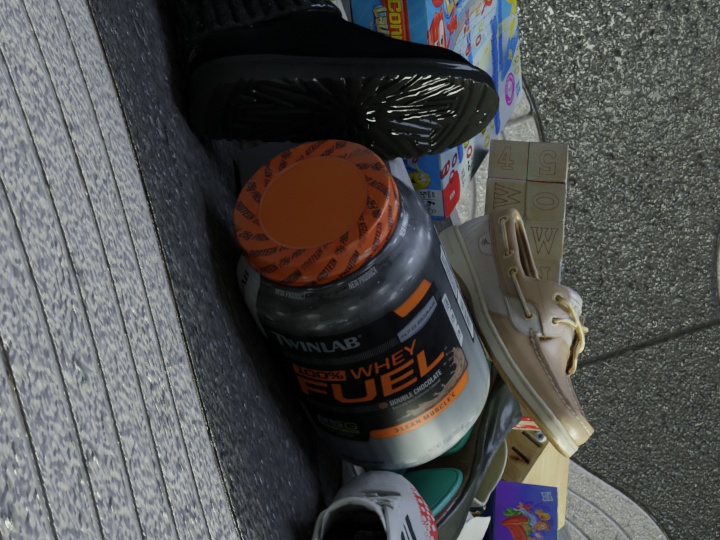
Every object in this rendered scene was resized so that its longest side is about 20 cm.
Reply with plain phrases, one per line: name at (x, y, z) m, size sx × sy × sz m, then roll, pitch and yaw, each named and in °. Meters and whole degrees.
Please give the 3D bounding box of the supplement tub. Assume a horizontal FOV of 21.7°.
supplement tub at (0.000, 0.022, 1.142) m, size 0.200 × 0.122 × 0.123 m, roll 64°, pitch 10°, yaw -47°

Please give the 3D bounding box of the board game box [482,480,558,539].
board game box at (0.099, 0.263, 1.264) m, size 0.135 × 0.045 × 0.200 m, roll 101°, pitch -5°, yaw -56°

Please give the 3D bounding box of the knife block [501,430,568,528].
knife block at (0.142, 0.197, 1.628) m, size 0.064 × 0.200 × 0.176 m, roll 40°, pitch 16°, yaw 32°

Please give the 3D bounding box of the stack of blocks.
stack of blocks at (0.118, 0.014, 1.381) m, size 0.115 × 0.059 × 0.200 m, roll 62°, pitch 32°, yaw -80°

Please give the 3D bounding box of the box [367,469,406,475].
box at (0.041, 0.195, 1.329) m, size 0.200 × 0.049 × 0.082 m, roll -92°, pitch 163°, yaw -67°

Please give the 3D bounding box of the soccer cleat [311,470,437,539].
soccer cleat at (0.004, 0.155, 1.079) m, size 0.200 × 0.069 × 0.085 m, roll -81°, pitch 158°, yaw -65°

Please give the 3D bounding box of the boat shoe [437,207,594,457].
boat shoe at (0.113, 0.032, 1.235) m, size 0.074 × 0.069 × 0.200 m, roll 53°, pitch 9°, yaw -51°

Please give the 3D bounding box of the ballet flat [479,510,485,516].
ballet flat at (0.100, 0.258, 1.389) m, size 0.063 × 0.069 × 0.200 m, roll 114°, pitch -14°, yaw -60°

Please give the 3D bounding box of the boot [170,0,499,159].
boot at (-0.021, -0.159, 1.181) m, size 0.079 × 0.211 × 0.158 m, roll 122°, pitch -34°, yaw -49°

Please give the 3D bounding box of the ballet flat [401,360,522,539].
ballet flat at (0.060, 0.142, 1.224) m, size 0.068 × 0.068 × 0.200 m, roll 57°, pitch 47°, yaw -25°

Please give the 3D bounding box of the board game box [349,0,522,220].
board game box at (0.058, -0.169, 1.336) m, size 0.200 × 0.056 × 0.196 m, roll -57°, pitch 147°, yaw -51°

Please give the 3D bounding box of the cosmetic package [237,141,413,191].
cosmetic package at (0.000, 0.000, 1.273) m, size 0.085 × 0.108 × 0.200 m, roll -99°, pitch 168°, yaw -50°

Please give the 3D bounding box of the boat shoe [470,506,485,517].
boat shoe at (0.070, 0.172, 1.462) m, size 0.200 × 0.071 × 0.091 m, roll 79°, pitch -1°, yaw -50°
